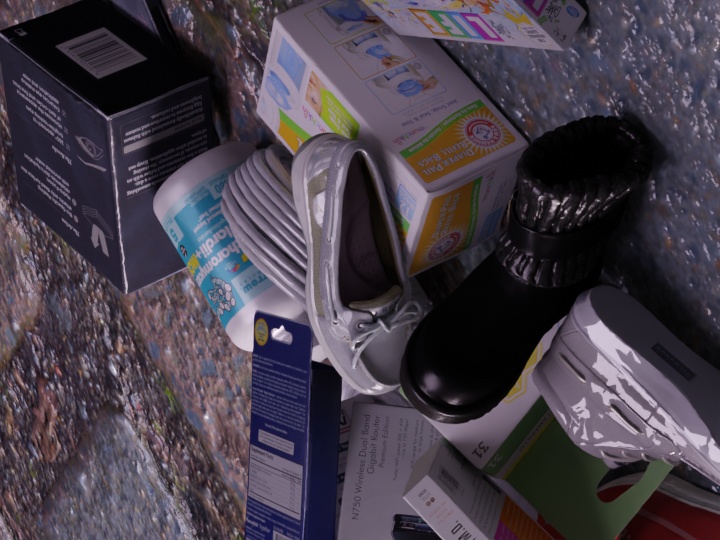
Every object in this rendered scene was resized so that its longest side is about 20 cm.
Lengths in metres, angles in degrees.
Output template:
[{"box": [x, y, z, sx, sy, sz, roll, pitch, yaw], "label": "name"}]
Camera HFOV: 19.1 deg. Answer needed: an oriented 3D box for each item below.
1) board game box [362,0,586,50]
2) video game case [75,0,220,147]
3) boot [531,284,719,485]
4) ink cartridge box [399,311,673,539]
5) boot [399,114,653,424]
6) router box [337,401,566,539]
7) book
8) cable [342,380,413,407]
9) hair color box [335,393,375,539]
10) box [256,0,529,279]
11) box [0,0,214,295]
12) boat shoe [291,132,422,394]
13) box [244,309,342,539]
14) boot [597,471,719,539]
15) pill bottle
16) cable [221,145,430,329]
[{"box": [0.050, -0.213, 1.510, 0.134, 0.034, 0.200, 38, 166, -32], "label": "board game box"}, {"box": [-0.205, -0.191, 2.045, 0.143, 0.019, 0.201, -15, 100, 61], "label": "video game case"}, {"box": [0.209, 0.108, 1.491, 0.200, 0.073, 0.096, 46, 128, 19], "label": "boot"}, {"box": [0.140, 0.096, 1.571, 0.200, 0.146, 0.048, 43, -172, 37], "label": "ink cartridge box"}, {"box": [0.111, -0.004, 1.471, 0.079, 0.211, 0.158, 36, 148, 12], "label": "boot"}, {"box": [0.072, 0.212, 1.654, 0.049, 0.178, 0.202, 67, -151, -80], "label": "router box"}, {"box": [0.114, 0.212, 1.545, 0.200, 0.048, 0.134, 47, -171, 0], "label": "book"}, {"box": [0.051, 0.148, 1.827, 0.200, 0.069, 0.201, 19, 128, 53], "label": "cable"}, {"box": [0.005, 0.208, 1.756, 0.201, 0.099, 0.061, 60, 153, 25], "label": "hair color box"}, {"box": [0.022, -0.109, 1.640, 0.200, 0.101, 0.113, 50, 148, 25], "label": "box"}, {"box": [-0.235, -0.120, 2.009, 0.196, 0.117, 0.201, 38, 141, 39], "label": "box"}, {"box": [0.001, -0.001, 1.580, 0.065, 0.074, 0.203, 16, 119, 60], "label": "boat shoe"}, {"box": [-0.054, 0.136, 1.686, 0.121, 0.032, 0.202, -168, 78, -64], "label": "box"}, {"box": [0.195, 0.213, 1.560, 0.200, 0.144, 0.073, 6, 119, 59], "label": "boot"}, {"box": [-0.092, -0.006, 1.904, 0.201, 0.110, 0.111, 57, 151, 13], "label": "pill bottle"}, {"box": [-0.026, -0.014, 1.722, 0.200, 0.069, 0.200, 43, -172, -4], "label": "cable"}]
